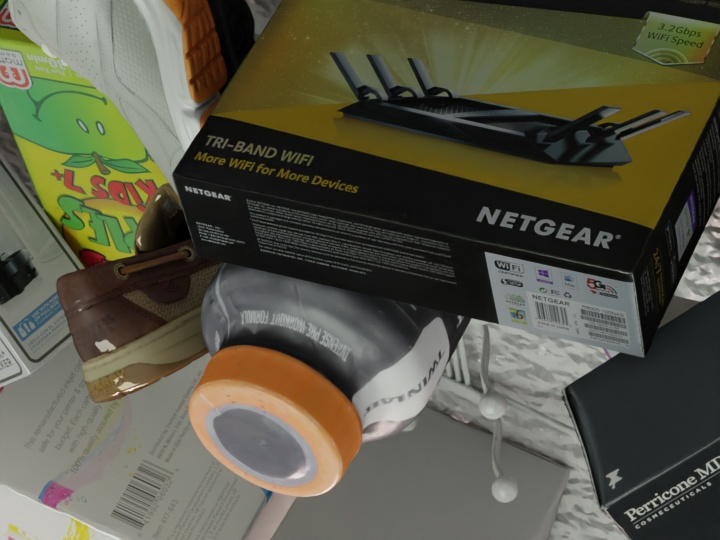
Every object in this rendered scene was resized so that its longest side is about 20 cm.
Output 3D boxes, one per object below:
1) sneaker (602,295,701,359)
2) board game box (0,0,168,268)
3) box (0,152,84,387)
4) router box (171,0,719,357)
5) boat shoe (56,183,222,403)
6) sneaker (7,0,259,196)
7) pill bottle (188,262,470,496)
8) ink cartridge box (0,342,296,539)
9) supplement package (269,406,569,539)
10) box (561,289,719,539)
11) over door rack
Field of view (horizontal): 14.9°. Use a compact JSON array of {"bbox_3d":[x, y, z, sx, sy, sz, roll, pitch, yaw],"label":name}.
[{"bbox_3d":[0.195,0.032,1.167,0.199,0.075,0.100,16,120,-19],"label":"sneaker"},{"bbox_3d":[-0.105,-0.048,1.327,0.101,0.048,0.200,11,141,25],"label":"board game box"},{"bbox_3d":[-0.224,-0.035,1.368,0.200,0.060,0.117,54,148,-8],"label":"box"},{"bbox_3d":[0.048,-0.058,1.109,0.199,0.158,0.052,12,142,23],"label":"router box"},{"bbox_3d":[-0.068,-0.009,1.243,0.072,0.200,0.072,-24,96,40],"label":"boat shoe"},{"bbox_3d":[-0.102,-0.104,1.198,0.092,0.076,0.201,-15,104,32],"label":"sneaker"},{"bbox_3d":[0.000,0.000,1.177,0.106,0.200,0.106,19,144,14],"label":"pill bottle"},{"bbox_3d":[-0.142,0.108,1.481,0.199,0.129,0.125,25,145,9],"label":"ink cartridge box"},{"bbox_3d":[0.008,0.178,1.384,0.119,0.200,0.122,23,137,10],"label":"supplement package"},{"bbox_3d":[0.201,0.057,1.054,0.200,0.079,0.141,-33,127,13],"label":"box"},{"bbox_3d":[0.097,0.050,1.288,0.199,0.067,0.148,15,144,21],"label":"over door rack"}]
